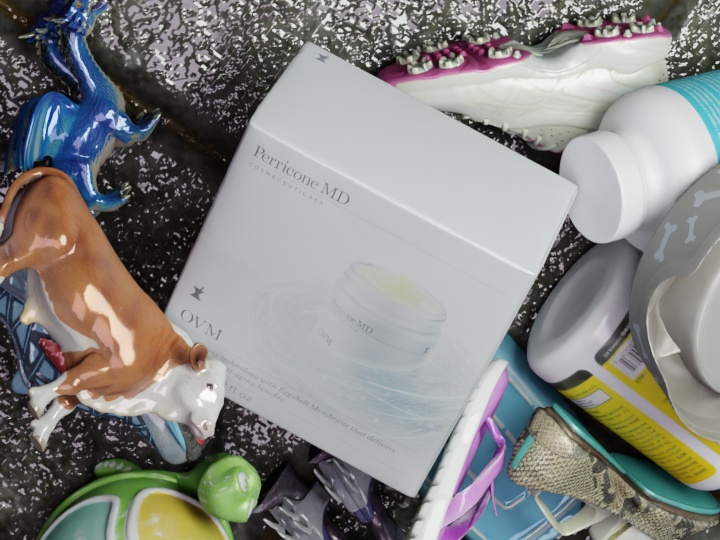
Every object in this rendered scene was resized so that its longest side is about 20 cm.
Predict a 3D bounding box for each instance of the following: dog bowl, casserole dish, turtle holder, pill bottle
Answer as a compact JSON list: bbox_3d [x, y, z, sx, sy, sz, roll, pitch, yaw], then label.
[{"bbox_3d":[0.254,0.009,1.631,0.199,0.059,0.201,-20,130,-26],"label":"dog bowl"},{"bbox_3d":[0.082,0.115,1.789,0.121,0.039,0.200,-39,105,6],"label":"casserole dish"},{"bbox_3d":[-0.137,0.208,1.743,0.185,0.132,0.142,-20,107,3],"label":"turtle holder"},{"bbox_3d":[0.228,-0.073,1.675,0.199,0.111,0.111,-14,109,-28],"label":"pill bottle"},{"bbox_3d":[0.219,0.076,1.752,0.200,0.113,0.113,37,100,-15],"label":"pill bottle"}]

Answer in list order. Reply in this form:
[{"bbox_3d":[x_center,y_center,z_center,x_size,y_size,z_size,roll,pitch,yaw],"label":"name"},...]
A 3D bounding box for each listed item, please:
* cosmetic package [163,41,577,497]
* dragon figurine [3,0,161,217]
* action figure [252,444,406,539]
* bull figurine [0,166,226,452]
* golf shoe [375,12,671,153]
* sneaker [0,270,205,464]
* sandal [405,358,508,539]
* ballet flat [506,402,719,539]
[{"bbox_3d":[0.000,0.000,1.649,0.199,0.123,0.201,28,124,2],"label":"cosmetic package"},{"bbox_3d":[-0.194,-0.080,1.673,0.099,0.059,0.201,25,80,-20],"label":"dragon figurine"},{"bbox_3d":[0.017,0.207,1.790,0.130,0.069,0.200,-38,100,20],"label":"action figure"},{"bbox_3d":[-0.172,0.036,1.609,0.121,0.065,0.200,-35,91,-23],"label":"bull figurine"},{"bbox_3d":[0.109,-0.113,1.708,0.199,0.075,0.092,-7,110,-2],"label":"golf shoe"},{"bbox_3d":[-0.184,0.058,1.726,0.095,0.079,0.200,-41,88,14],"label":"sneaker"},{"bbox_3d":[0.065,0.157,1.717,0.050,0.082,0.204,23,79,2],"label":"sandal"},{"bbox_3d":[0.164,0.151,1.760,0.200,0.068,0.075,29,103,-44],"label":"ballet flat"}]
